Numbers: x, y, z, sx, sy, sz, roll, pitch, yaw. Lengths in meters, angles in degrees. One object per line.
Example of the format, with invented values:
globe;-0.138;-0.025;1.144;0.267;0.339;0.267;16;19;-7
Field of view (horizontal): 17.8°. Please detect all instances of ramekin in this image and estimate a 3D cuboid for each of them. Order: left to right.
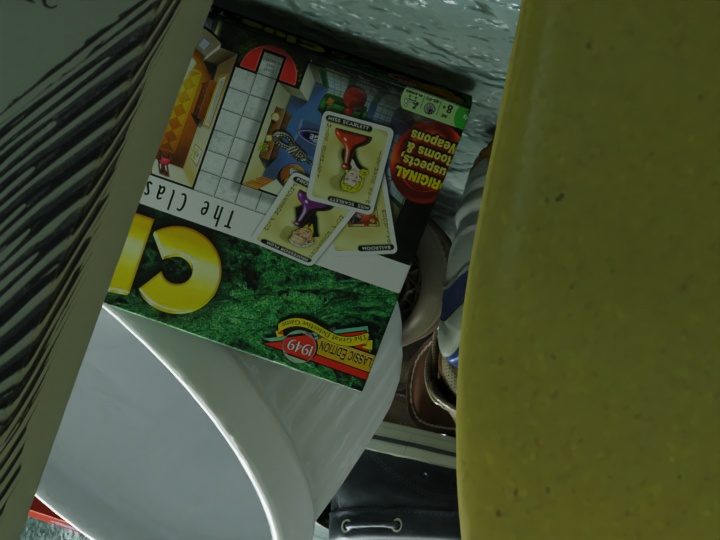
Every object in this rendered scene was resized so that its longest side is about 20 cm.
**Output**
ramekin;-0.077;0.020;0.875;0.200;0.105;0.201;31;150;21

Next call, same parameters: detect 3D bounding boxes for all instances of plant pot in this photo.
plant pot;0.123;0.042;0.553;0.193;0.201;0.196;15;168;17

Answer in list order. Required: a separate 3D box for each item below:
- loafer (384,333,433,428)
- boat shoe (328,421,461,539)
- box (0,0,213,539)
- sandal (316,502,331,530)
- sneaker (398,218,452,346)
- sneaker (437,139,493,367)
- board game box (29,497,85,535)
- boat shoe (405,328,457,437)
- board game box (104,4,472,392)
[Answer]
loafer;0.005;0.040;1.161;0.200;0.071;0.073;35;-156;-38
boat shoe;0.073;0.111;0.962;0.199;0.063;0.075;11;169;26
box;-0.111;-0.015;0.656;0.082;0.201;0.068;16;169;7
sandal;-0.022;0.096;1.212;0.080;0.057;0.201;29;-159;-45
sneaker;0.000;0.000;0.975;0.075;0.071;0.200;-5;180;-30
sneaker;0.116;0.016;0.741;0.199;0.089;0.075;9;164;36
board game box;-0.217;0.050;1.312;0.199;0.154;0.040;18;168;-3
boat shoe;0.061;0.033;0.938;0.071;0.076;0.200;4;166;-24
board game box;-0.074;-0.040;0.741;0.199;0.105;0.023;19;-160;-5
